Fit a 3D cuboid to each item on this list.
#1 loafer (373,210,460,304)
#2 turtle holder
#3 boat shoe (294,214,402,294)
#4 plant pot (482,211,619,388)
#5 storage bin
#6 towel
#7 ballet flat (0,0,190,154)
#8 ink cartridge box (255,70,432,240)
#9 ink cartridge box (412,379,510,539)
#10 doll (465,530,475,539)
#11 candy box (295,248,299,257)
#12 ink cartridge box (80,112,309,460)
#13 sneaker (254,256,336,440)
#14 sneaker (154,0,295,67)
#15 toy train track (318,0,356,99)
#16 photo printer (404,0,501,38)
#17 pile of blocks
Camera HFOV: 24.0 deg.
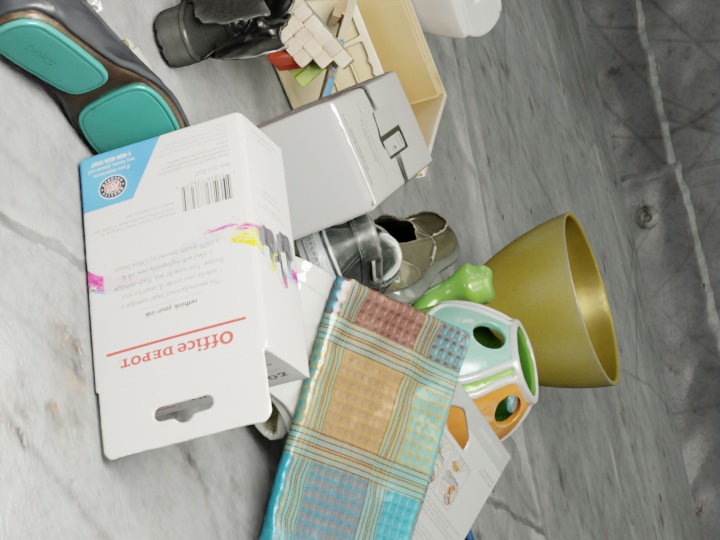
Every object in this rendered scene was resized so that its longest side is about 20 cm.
[{"bbox_3d":[0.045,-0.025,1.614,0.200,0.075,0.070,-57,134,-68],"label":"loafer"},{"bbox_3d":[0.094,0.090,1.569,0.186,0.132,0.141,-63,134,-65],"label":"turtle holder"},{"bbox_3d":[0.000,0.000,1.327,0.200,0.071,0.072,45,27,-82],"label":"boat shoe"},{"bbox_3d":[0.195,0.050,1.908,0.200,0.142,0.200,-16,90,-73],"label":"plant pot"},{"bbox_3d":[-0.005,-0.202,1.581,0.200,0.094,0.199,-72,143,-61],"label":"storage bin"},{"bbox_3d":[0.006,0.119,1.202,0.147,0.022,0.200,24,79,-44],"label":"towel"},{"bbox_3d":[-0.163,-0.128,1.057,0.200,0.073,0.073,46,33,-53],"label":"ballet flat"},{"bbox_3d":[-0.044,-0.075,1.251,0.084,0.146,0.200,67,17,-7],"label":"ink cartridge box"},{"bbox_3d":[0.028,0.163,1.298,0.174,0.044,0.200,-59,142,-21],"label":"ink cartridge box"},{"bbox_3d":[0.086,0.268,1.528,0.200,0.048,0.137,37,42,-63],"label":"doll"},{"bbox_3d":[-0.036,0.065,1.357,0.102,0.026,0.200,-39,112,-67],"label":"candy box"},{"bbox_3d":[-0.101,0.017,1.041,0.068,0.115,0.200,41,38,-61],"label":"ink cartridge box"},{"bbox_3d":[-0.046,0.072,1.239,0.116,0.074,0.200,-67,156,-13],"label":"sneaker"},{"bbox_3d":[-0.091,-0.201,1.287,0.200,0.104,0.060,-72,142,-62],"label":"sneaker"},{"bbox_3d":[-0.044,-0.138,1.415,0.115,0.033,0.200,137,-30,-72],"label":"toy train track"},{"bbox_3d":[0.037,-0.320,1.682,0.069,0.200,0.166,-38,127,-29],"label":"photo printer"},{"bbox_3d":[-0.061,-0.190,1.378,0.082,0.062,0.200,46,6,-28],"label":"pile of blocks"}]
